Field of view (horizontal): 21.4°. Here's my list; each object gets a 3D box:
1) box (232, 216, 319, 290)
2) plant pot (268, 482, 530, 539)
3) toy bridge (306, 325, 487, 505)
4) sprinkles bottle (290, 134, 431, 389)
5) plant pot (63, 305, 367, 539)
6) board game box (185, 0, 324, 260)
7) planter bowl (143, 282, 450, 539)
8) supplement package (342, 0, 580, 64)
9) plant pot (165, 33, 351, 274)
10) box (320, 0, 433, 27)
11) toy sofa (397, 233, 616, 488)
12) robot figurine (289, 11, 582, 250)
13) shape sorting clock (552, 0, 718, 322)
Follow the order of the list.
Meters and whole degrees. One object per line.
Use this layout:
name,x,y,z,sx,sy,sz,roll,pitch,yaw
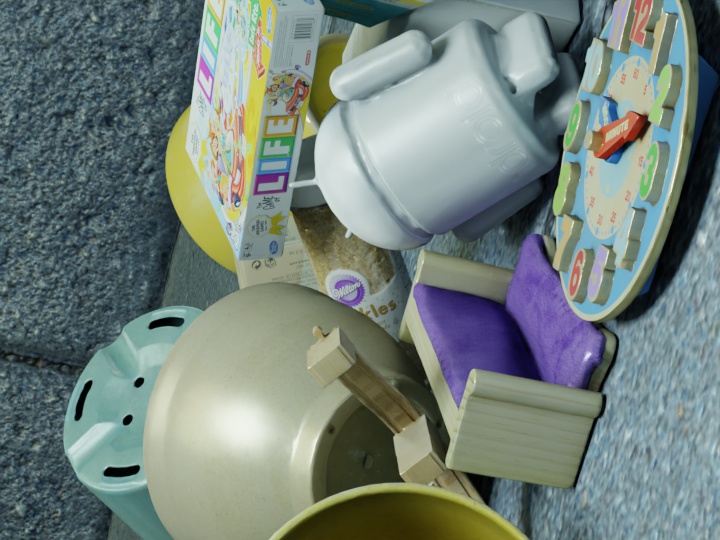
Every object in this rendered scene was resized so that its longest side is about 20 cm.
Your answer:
box,-0.056,0.061,1.656,0.095,0.077,0.202,-124,23,-73
plant pot,0.026,0.235,1.097,0.142,0.198,0.202,74,-157,-73
toy bridge,0.035,0.109,1.148,0.027,0.200,0.067,-37,14,9
sprinkles bottle,0.000,0.000,1.391,0.068,0.068,0.201,-107,-3,-66
plant pot,-0.102,0.136,1.399,0.199,0.196,0.201,-20,48,24
board game box,-0.075,-0.127,1.300,0.135,0.034,0.201,-118,31,-45
planter bowl,-0.025,0.117,1.260,0.134,0.199,0.202,13,92,51
supplement package,0.067,-0.167,1.379,0.200,0.116,0.118,117,159,-52
plant pot,-0.048,-0.114,1.733,0.189,0.200,0.202,-35,42,49
box,0.013,-0.204,1.229,0.200,0.082,0.050,174,108,-69
toy sofa,0.086,0.044,1.183,0.200,0.082,0.098,-109,32,-66
robot figurine,0.052,-0.088,1.261,0.199,0.170,0.113,-31,33,19
shape sorting clock,0.148,-0.070,1.097,0.200,0.039,0.202,-166,90,-78
